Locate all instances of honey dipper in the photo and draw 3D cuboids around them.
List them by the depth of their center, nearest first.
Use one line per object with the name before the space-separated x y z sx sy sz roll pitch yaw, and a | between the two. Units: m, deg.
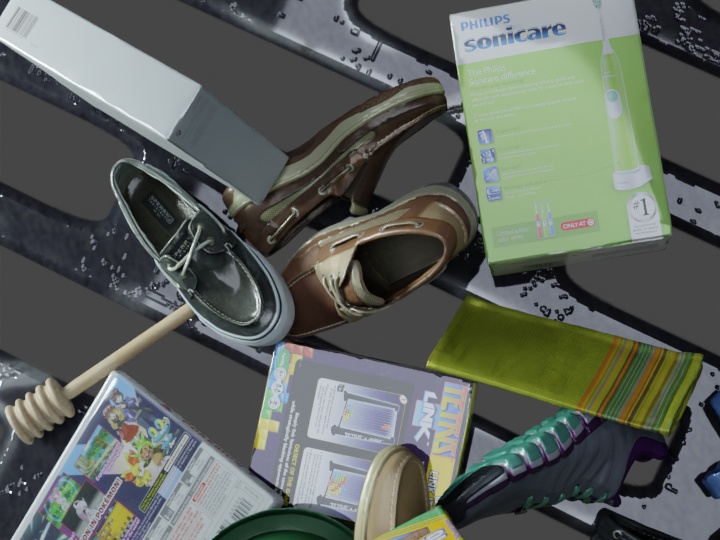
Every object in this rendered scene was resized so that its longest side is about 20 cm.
honey dipper | -0.199 0.071 1.317 0.199 0.038 0.038 -35 81 0

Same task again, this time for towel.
towel | 0.156 0.070 1.238 0.198 0.018 0.086 15 42 22

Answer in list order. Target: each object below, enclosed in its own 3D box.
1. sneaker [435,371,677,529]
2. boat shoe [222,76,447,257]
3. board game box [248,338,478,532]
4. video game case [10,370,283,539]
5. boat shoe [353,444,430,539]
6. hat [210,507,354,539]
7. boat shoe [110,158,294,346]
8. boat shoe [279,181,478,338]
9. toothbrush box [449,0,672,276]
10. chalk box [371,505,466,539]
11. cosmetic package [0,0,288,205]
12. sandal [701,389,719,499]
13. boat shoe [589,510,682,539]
sneaker | 0.154 0.158 1.227 0.199 0.074 0.088 -31 90 -18
boat shoe | -0.010 -0.078 1.297 0.201 0.075 0.075 -30 83 15
board game box | -0.006 0.168 1.273 0.164 0.057 0.202 12 86 6
video game case | -0.179 0.212 1.274 0.182 0.023 0.201 34 96 23
boat shoe | 0.041 0.230 1.190 0.064 0.071 0.202 0 93 37
hat | -0.065 0.287 1.144 0.165 0.176 0.201 27 96 -4
boat shoe | -0.135 -0.013 1.279 0.200 0.071 0.072 41 94 25
boat shoe | 0.000 0.000 1.250 0.199 0.072 0.076 -34 104 30
toothbrush box | 0.157 -0.108 1.270 0.144 0.086 0.202 -10 83 6
chalk box | 0.003 0.270 1.089 0.198 0.124 0.125 -25 100 -3
cosmetic package | -0.169 -0.135 1.252 0.199 0.151 0.052 31 86 28
sandal | 0.308 0.103 1.234 0.086 0.079 0.202 4 82 11
boat shoe | 0.268 0.226 1.224 0.197 0.074 0.067 12 97 17
